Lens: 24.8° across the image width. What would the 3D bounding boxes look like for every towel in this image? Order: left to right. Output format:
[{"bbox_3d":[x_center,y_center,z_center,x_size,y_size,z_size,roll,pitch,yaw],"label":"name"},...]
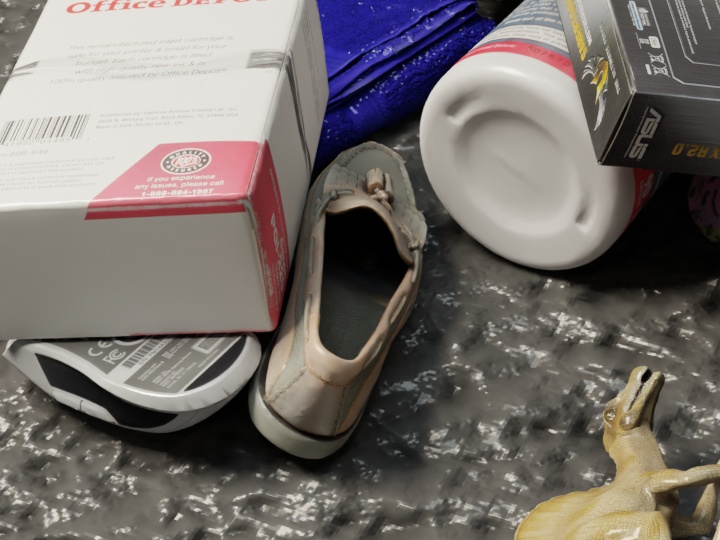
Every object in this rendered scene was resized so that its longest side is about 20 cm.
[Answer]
[{"bbox_3d":[-0.032,-0.127,0.969,0.199,0.050,0.147,-34,48,-31],"label":"towel"}]

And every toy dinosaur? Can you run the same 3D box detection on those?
[{"bbox_3d":[0.101,0.111,0.638,0.100,0.059,0.200,2,29,32],"label":"toy dinosaur"}]

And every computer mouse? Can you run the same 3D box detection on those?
[{"bbox_3d":[-0.131,0.038,0.786,0.199,0.044,0.110,19,43,33],"label":"computer mouse"}]

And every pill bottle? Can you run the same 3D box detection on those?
[{"bbox_3d":[0.130,-0.103,0.863,0.119,0.120,0.200,20,46,28],"label":"pill bottle"}]

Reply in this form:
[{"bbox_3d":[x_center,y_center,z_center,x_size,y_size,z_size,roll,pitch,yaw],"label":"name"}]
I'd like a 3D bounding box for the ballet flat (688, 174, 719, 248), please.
[{"bbox_3d":[0.238,-0.008,0.772,0.199,0.070,0.071,24,29,27],"label":"ballet flat"}]

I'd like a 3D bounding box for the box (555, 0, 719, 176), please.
[{"bbox_3d":[0.174,-0.132,0.789,0.157,0.049,0.201,4,50,-15],"label":"box"}]

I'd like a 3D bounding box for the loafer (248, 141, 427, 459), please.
[{"bbox_3d":[0.000,0.000,0.786,0.071,0.063,0.201,24,43,-8],"label":"loafer"}]

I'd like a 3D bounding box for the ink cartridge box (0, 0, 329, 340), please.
[{"bbox_3d":[-0.100,-0.062,0.803,0.144,0.085,0.201,-2,40,10],"label":"ink cartridge box"}]

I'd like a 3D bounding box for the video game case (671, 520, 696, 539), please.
[{"bbox_3d":[0.079,0.185,0.595,0.198,0.023,0.182,-20,41,-18],"label":"video game case"}]
